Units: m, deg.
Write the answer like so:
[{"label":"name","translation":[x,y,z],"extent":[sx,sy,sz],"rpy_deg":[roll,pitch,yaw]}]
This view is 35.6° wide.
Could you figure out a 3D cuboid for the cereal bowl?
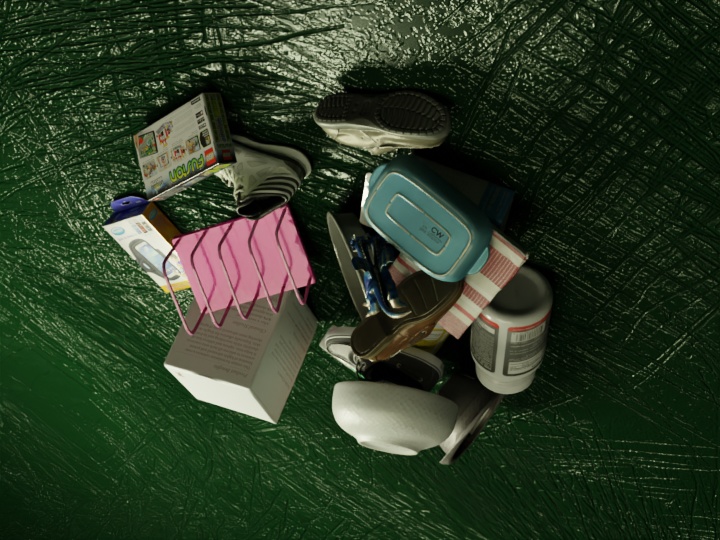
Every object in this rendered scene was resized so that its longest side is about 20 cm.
[{"label":"cereal bowl","translation":[0.048,0.234,1.733],"extent":[0.200,0.083,0.200],"rpy_deg":[11,163,3]}]

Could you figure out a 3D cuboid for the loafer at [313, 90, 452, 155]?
[{"label":"loafer","translation":[0.036,-0.197,1.509],"extent":[0.200,0.075,0.070],"rpy_deg":[12,153,29]}]

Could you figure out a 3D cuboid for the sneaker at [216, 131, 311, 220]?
[{"label":"sneaker","translation":[-0.184,-0.140,1.676],"extent":[0.200,0.115,0.076],"rpy_deg":[10,140,25]}]

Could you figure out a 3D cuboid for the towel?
[{"label":"towel","translation":[0.131,-0.006,1.564],"extent":[0.144,0.023,0.200],"rpy_deg":[38,134,3]}]

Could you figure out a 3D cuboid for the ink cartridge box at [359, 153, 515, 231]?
[{"label":"ink cartridge box","translation":[0.106,-0.089,1.584],"extent":[0.200,0.068,0.115],"rpy_deg":[21,143,9]}]

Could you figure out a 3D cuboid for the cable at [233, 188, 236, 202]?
[{"label":"cable","translation":[-0.184,-0.066,1.821],"extent":[0.097,0.050,0.200],"rpy_deg":[30,146,2]}]

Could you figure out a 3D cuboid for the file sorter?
[{"label":"file sorter","translation":[-0.191,0.004,1.757],"extent":[0.200,0.125,0.139],"rpy_deg":[-16,111,10]}]

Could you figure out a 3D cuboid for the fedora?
[{"label":"fedora","translation":[0.164,0.230,1.859],"extent":[0.090,0.177,0.200],"rpy_deg":[37,160,14]}]

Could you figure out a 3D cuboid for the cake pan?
[{"label":"cake pan","translation":[0.000,0.000,1.691],"extent":[0.037,0.200,0.200],"rpy_deg":[-20,136,-6]}]

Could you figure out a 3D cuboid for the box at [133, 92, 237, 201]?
[{"label":"box","translation":[-0.269,-0.185,1.698],"extent":[0.200,0.035,0.110],"rpy_deg":[-18,84,46]}]

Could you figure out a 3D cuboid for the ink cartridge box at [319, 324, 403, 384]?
[{"label":"ink cartridge box","translation":[0.035,0.176,1.874],"extent":[0.161,0.050,0.200],"rpy_deg":[32,171,29]}]

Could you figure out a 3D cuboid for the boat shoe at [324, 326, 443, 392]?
[{"label":"boat shoe","translation":[0.027,0.146,1.732],"extent":[0.200,0.066,0.070],"rpy_deg":[18,142,18]}]

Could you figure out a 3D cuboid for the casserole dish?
[{"label":"casserole dish","translation":[0.084,-0.066,1.500],"extent":[0.200,0.039,0.121],"rpy_deg":[40,120,11]}]

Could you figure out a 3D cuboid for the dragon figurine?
[{"label":"dragon figurine","translation":[0.022,0.005,1.517],"extent":[0.059,0.200,0.100],"rpy_deg":[-15,104,-1]}]

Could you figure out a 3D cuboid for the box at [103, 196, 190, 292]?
[{"label":"box","translation":[-0.363,-0.047,1.977],"extent":[0.119,0.042,0.200],"rpy_deg":[-12,130,43]}]

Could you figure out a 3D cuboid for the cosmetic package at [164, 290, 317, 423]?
[{"label":"cosmetic package","translation":[-0.199,0.123,1.907],"extent":[0.167,0.200,0.166],"rpy_deg":[14,158,20]}]

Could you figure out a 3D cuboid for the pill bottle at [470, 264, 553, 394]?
[{"label":"pill bottle","translation":[0.223,0.092,1.685],"extent":[0.116,0.116,0.200],"rpy_deg":[17,143,16]}]

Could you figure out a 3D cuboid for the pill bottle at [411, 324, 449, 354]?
[{"label":"pill bottle","translation":[0.098,0.059,1.732],"extent":[0.112,0.113,0.200],"rpy_deg":[29,144,0]}]

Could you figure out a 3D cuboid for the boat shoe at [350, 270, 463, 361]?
[{"label":"boat shoe","translation":[0.075,0.061,1.591],"extent":[0.200,0.072,0.068],"rpy_deg":[-35,146,28]}]
